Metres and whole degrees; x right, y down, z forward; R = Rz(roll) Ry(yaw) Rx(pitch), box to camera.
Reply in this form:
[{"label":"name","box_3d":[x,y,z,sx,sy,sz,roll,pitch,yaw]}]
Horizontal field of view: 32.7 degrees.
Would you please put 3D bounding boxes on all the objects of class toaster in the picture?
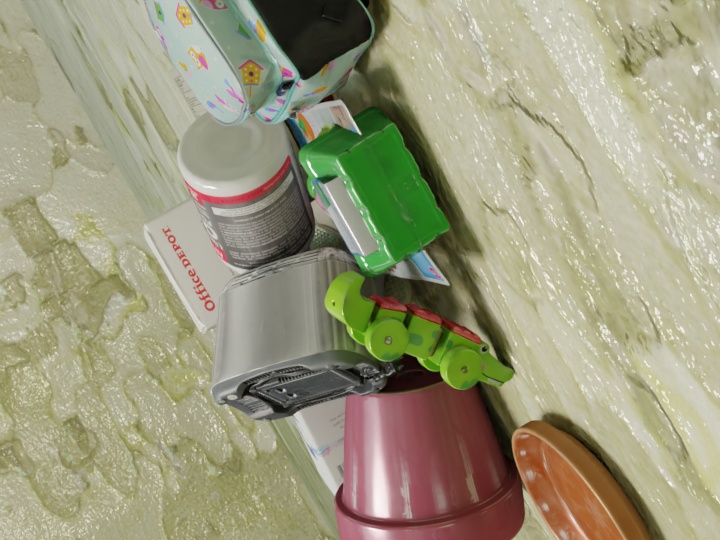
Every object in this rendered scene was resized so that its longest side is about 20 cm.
[{"label":"toaster","box_3d":[-0.056,0.062,1.209,0.114,0.200,0.129,32,-134,-52]}]

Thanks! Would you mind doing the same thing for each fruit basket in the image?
[{"label":"fruit basket","box_3d":[-0.006,-0.066,1.110,0.185,0.094,0.200,61,160,-14]}]

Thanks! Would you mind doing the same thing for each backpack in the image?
[{"label":"backpack","box_3d":[-0.087,-0.208,1.019,0.176,0.153,0.200,53,173,3]}]

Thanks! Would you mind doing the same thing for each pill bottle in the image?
[{"label":"pill bottle","box_3d":[-0.107,-0.065,1.245,0.111,0.111,0.200,50,166,35]}]

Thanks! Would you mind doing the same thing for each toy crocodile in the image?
[{"label":"toy crocodile","box_3d":[0.055,0.059,1.118,0.200,0.062,0.068,22,-175,-22]}]

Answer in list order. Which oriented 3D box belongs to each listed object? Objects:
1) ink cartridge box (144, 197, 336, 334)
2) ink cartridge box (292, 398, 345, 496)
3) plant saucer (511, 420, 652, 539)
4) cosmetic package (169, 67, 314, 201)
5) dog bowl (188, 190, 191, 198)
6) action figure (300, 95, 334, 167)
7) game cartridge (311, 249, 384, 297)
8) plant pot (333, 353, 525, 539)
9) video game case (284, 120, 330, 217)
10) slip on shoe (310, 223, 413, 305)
[{"label":"ink cartridge box","box_3d":[-0.142,-0.036,1.482,0.146,0.200,0.084,59,167,2]},{"label":"ink cartridge box","box_3d":[-0.005,0.160,1.449,0.088,0.145,0.200,45,162,54]},{"label":"plant saucer","box_3d":[0.208,0.222,1.112,0.200,0.032,0.200,54,166,19]},{"label":"cosmetic package","box_3d":[-0.129,-0.155,1.372,0.200,0.073,0.104,63,166,-12]},{"label":"dog bowl","box_3d":[-0.170,-0.054,1.668,0.200,0.079,0.200,-13,-90,-88]},{"label":"action figure","box_3d":[-0.020,-0.100,1.230,0.065,0.052,0.200,26,147,59]},{"label":"game cartridge","box_3d":[-0.053,0.046,1.331,0.200,0.041,0.133,-11,66,47]},{"label":"plant pot","box_3d":[0.062,0.188,1.276,0.200,0.200,0.179,-153,50,-67]},{"label":"video game case","box_3d":[-0.067,-0.154,1.346,0.143,0.018,0.200,51,164,36]},{"label":"slip on shoe","box_3d":[0.000,0.000,1.358,0.061,0.074,0.200,21,-174,-39]}]
